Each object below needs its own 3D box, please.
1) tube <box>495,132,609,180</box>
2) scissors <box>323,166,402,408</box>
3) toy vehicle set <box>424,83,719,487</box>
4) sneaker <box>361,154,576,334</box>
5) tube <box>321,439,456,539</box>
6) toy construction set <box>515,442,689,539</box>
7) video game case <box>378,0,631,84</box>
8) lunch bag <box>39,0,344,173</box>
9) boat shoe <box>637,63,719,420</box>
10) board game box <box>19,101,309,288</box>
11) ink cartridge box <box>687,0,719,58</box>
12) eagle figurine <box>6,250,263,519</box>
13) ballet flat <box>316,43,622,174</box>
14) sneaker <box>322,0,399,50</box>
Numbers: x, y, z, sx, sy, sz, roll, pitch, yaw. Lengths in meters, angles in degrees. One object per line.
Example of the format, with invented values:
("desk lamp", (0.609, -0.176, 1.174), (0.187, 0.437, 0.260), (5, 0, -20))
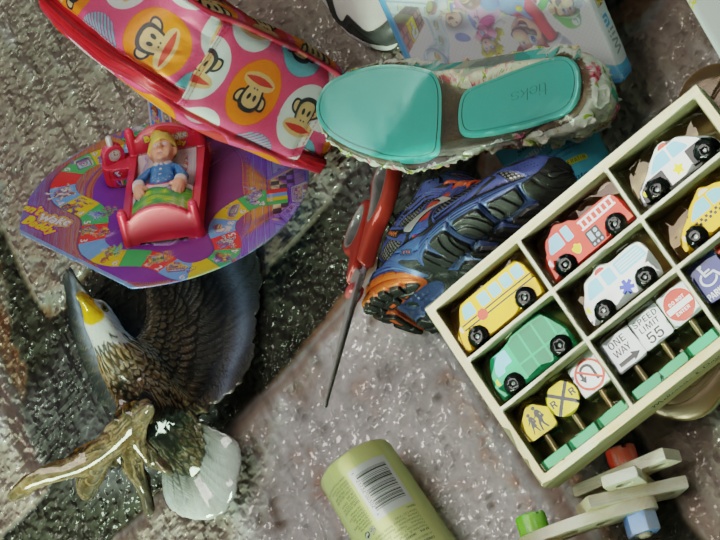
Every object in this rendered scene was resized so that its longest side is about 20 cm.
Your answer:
("tube", (0.120, -0.066, 1.371), (0.077, 0.050, 0.201), (-34, 50, 10))
("scissors", (0.000, 0.000, 1.393), (0.073, 0.014, 0.201), (-57, 12, 33))
("toy vehicle set", (0.146, 0.010, 1.251), (0.200, 0.026, 0.125), (-40, 71, 14))
("sneaker", (0.061, -0.030, 1.356), (0.200, 0.075, 0.079), (-31, 46, 53))
("tube", (0.044, 0.192, 1.346), (0.200, 0.052, 0.058), (56, 143, 30))
("toy construction set", (0.133, 0.194, 1.239), (0.131, 0.092, 0.201), (-36, 48, 46))
("video game case", (0.063, -0.190, 1.342), (0.142, 0.201, 0.018), (-8, 28, 37))
("lunch bag", (-0.109, -0.149, 1.480), (0.176, 0.199, 0.082), (39, 100, 43))
("boat shoe", (0.201, -0.013, 1.281), (0.073, 0.063, 0.202), (11, 86, 23))
("board game box", (-0.137, -0.062, 1.514), (0.199, 0.039, 0.158), (23, 48, 40))
("ink cartridge box", (0.264, -0.162, 1.213), (0.145, 0.144, 0.201), (-39, 55, 24))
("eagle figurine", (-0.145, 0.057, 1.510), (0.150, 0.152, 0.201), (5, 34, 4))
("ballet flat", (0.067, -0.092, 1.356), (0.199, 0.064, 0.076), (0, 82, 35))
("sneaker", (-0.024, -0.221, 1.515), (0.074, 0.080, 0.200), (-48, 53, 15))
